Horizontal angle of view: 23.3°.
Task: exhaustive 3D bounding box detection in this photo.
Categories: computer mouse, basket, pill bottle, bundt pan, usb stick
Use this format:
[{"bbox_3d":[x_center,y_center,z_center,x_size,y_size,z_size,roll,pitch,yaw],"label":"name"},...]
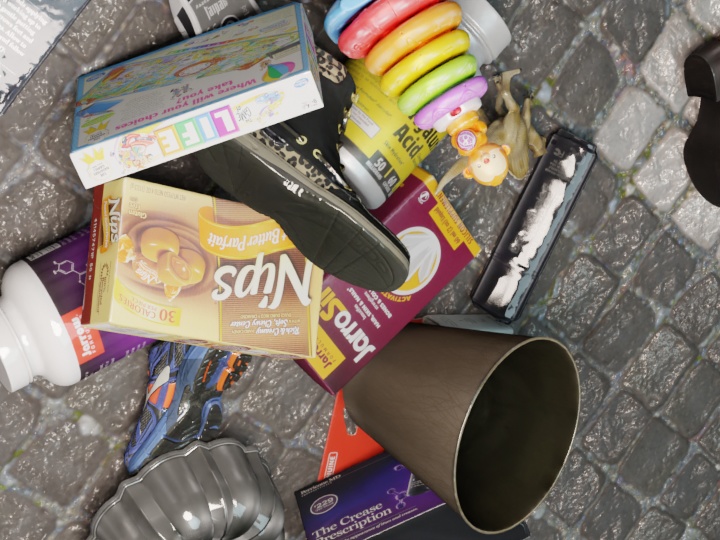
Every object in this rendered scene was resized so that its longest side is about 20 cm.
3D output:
[{"bbox_3d":[-0.133,-0.235,1.456,0.109,0.044,0.201,-34,120,-21],"label":"computer mouse"},{"bbox_3d":[0.083,0.123,1.608,0.135,0.199,0.182,21,90,-38],"label":"basket"},{"bbox_3d":[0.039,-0.162,1.557,0.200,0.111,0.111,-48,128,-6],"label":"pill bottle"},{"bbox_3d":[-0.222,0.022,1.468,0.199,0.112,0.113,-29,124,-20],"label":"pill bottle"},{"bbox_3d":[-0.152,0.255,1.610,0.200,0.076,0.203,-24,141,-21],"label":"bundt pan"},{"bbox_3d":[0.173,-0.043,1.742,0.202,0.055,0.033,-64,172,7],"label":"usb stick"}]

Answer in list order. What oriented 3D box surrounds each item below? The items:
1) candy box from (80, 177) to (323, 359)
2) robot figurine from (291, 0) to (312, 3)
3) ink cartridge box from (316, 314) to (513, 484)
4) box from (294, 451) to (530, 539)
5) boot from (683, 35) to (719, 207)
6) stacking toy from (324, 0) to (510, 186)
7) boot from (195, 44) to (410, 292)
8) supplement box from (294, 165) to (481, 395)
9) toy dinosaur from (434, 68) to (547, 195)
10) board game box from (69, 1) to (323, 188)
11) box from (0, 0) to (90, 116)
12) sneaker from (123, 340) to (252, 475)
[{"bbox_3d":[-0.123,0.002,1.415,0.198,0.055,0.117,12,80,-36],"label":"candy box"},{"bbox_3d":[-0.021,-0.316,1.427,0.201,0.124,0.150,-55,172,-12],"label":"robot figurine"},{"bbox_3d":[0.054,0.143,1.752,0.172,0.043,0.202,0,111,-35],"label":"ink cartridge box"},{"bbox_3d":[0.047,0.235,1.686,0.198,0.141,0.079,-24,111,-1],"label":"box"},{"bbox_3d":[0.427,-0.184,1.850,0.199,0.068,0.190,-28,117,-29],"label":"boot"},{"bbox_3d":[0.063,-0.157,1.455,0.115,0.110,0.201,-31,86,1],"label":"stacking toy"},{"bbox_3d":[-0.022,-0.092,1.438,0.203,0.073,0.154,36,48,-10],"label":"boot"},{"bbox_3d":[0.000,0.000,1.621,0.200,0.086,0.111,-44,128,-8],"label":"supplement box"},{"bbox_3d":[0.132,-0.132,1.631,0.199,0.058,0.102,-21,98,-55],"label":"toy dinosaur"},{"bbox_3d":[-0.131,-0.143,1.391,0.198,0.135,0.034,-18,122,6],"label":"board game box"},{"bbox_3d":[-0.256,-0.230,1.296,0.104,0.148,0.201,37,87,-21],"label":"box"},{"bbox_3d":[-0.162,0.105,1.577,0.075,0.079,0.201,3,127,-47],"label":"sneaker"}]
